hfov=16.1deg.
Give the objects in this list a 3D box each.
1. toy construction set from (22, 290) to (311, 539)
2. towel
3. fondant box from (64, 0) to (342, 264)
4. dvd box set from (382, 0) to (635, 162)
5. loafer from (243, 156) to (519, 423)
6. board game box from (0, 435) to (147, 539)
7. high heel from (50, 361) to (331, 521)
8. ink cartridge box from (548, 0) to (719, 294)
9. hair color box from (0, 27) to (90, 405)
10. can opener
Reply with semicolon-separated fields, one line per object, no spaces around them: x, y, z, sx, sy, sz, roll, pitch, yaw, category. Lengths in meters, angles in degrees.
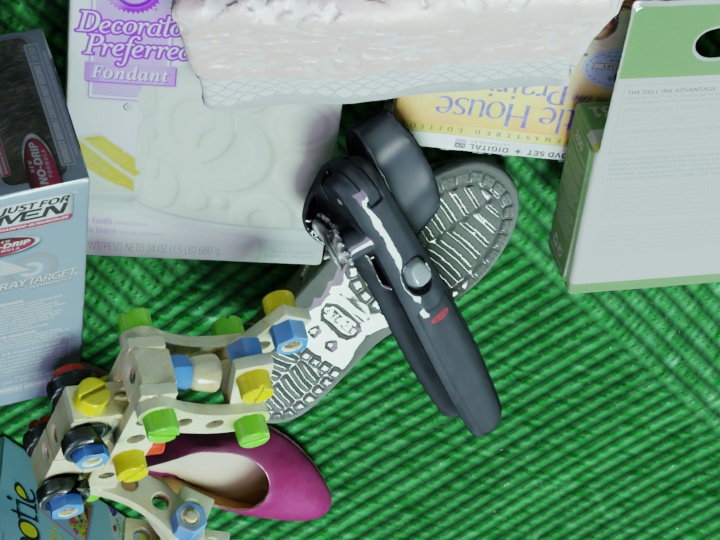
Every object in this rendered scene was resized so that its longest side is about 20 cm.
-0.108;0.091;1.384;0.131;0.092;0.200;-6;138;-24;toy construction set
0.015;-0.111;1.195;0.199;0.032;0.191;-4;172;-2;towel
-0.083;-0.096;1.334;0.144;0.058;0.200;2;131;-6;fondant box
0.099;-0.144;1.320;0.146;0.029;0.200;6;131;-10;dvd box set
0.000;0.000;1.425;0.200;0.070;0.075;-37;117;8;loafer
-0.185;0.212;1.576;0.103;0.105;0.200;-35;125;25;board game box
-0.100;0.127;1.510;0.200;0.096;0.067;31;123;-28;high heel
0.187;-0.077;1.345;0.145;0.048;0.200;-4;132;-13;ink cartridge box
-0.183;-0.023;1.327;0.060;0.099;0.200;-12;149;-15;hair color box
0.030;0.012;1.357;0.078;0.063;0.200;-31;120;-10;can opener
